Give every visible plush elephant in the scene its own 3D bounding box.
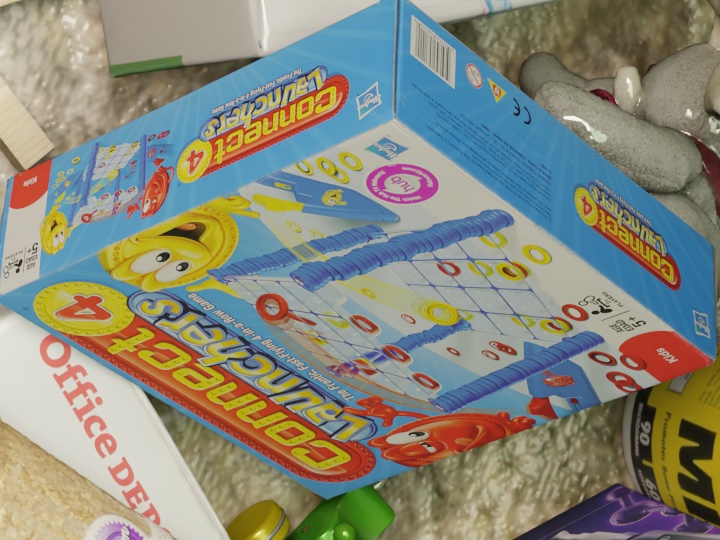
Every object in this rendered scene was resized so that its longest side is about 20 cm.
[{"bbox_3d":[0.114,-0.041,1.159,0.199,0.155,0.165,10,139,10],"label":"plush elephant"}]

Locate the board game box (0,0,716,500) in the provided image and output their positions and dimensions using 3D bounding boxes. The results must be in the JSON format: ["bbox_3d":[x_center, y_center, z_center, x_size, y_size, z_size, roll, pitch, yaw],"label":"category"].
[{"bbox_3d":[0.000,0.000,1.043,0.200,0.195,0.056,34,46,-39],"label":"board game box"}]

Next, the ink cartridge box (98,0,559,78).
[{"bbox_3d":[0.010,-0.136,1.081,0.199,0.145,0.088,-12,95,-27],"label":"ink cartridge box"}]

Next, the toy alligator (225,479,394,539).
[{"bbox_3d":[-0.021,0.126,1.171,0.200,0.054,0.059,-43,110,-10],"label":"toy alligator"}]

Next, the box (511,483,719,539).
[{"bbox_3d":[0.106,0.182,1.149,0.148,0.200,0.105,-27,105,-16],"label":"box"}]

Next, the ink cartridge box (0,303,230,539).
[{"bbox_3d":[-0.172,0.108,1.096,0.200,0.084,0.146,-33,107,-14],"label":"ink cartridge box"}]

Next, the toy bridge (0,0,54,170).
[{"bbox_3d":[-0.152,-0.071,1.110,0.200,0.027,0.067,-40,108,-11],"label":"toy bridge"}]

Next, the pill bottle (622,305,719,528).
[{"bbox_3d":[0.202,0.082,1.171,0.114,0.200,0.115,-3,98,-20],"label":"pill bottle"}]

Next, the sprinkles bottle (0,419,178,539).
[{"bbox_3d":[-0.105,0.116,1.041,0.200,0.068,0.068,38,84,-21],"label":"sprinkles bottle"}]
